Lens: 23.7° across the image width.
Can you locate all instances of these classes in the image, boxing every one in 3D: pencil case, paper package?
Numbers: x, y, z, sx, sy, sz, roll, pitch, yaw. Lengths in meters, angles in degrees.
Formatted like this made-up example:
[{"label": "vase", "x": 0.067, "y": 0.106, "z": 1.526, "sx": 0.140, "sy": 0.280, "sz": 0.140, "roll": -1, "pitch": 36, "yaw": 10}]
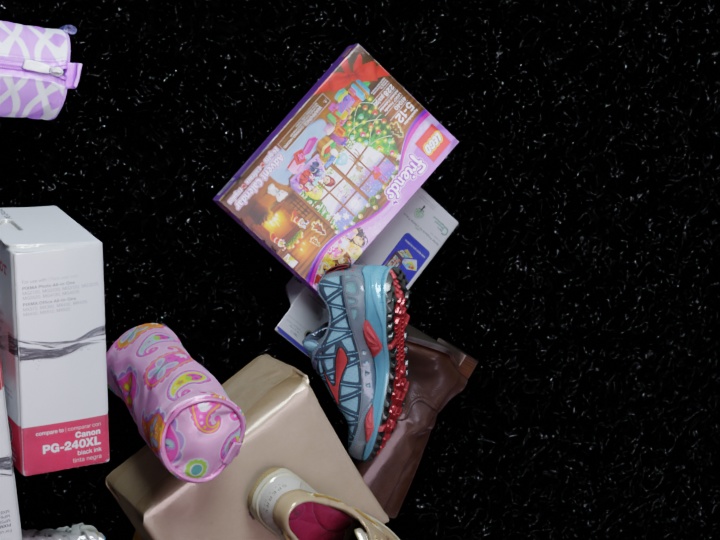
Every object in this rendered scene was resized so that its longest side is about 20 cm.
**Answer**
[{"label": "pencil case", "x": -0.335, "y": -0.171, "z": 1.423, "sx": 0.199, "sy": 0.085, "sz": 0.084, "roll": 2, "pitch": 102, "yaw": -28}, {"label": "paper package", "x": -0.104, "y": 0.215, "z": 1.607, "sx": 0.200, "sy": 0.103, "sz": 0.191, "roll": -38, "pitch": 119, "yaw": -15}, {"label": "pencil case", "x": -0.167, "y": 0.114, "z": 1.533, "sx": 0.087, "sy": 0.200, "sz": 0.088, "roll": -7, "pitch": 109, "yaw": -21}]

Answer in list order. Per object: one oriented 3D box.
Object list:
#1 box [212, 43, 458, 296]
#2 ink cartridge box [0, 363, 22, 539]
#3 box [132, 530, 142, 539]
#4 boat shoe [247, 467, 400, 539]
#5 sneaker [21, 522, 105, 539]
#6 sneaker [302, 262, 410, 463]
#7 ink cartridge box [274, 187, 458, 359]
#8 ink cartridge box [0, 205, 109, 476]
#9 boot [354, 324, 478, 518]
[{"label": "box", "x": -0.022, "y": -0.094, "z": 1.618, "sx": 0.137, "sy": 0.039, "sz": 0.200, "roll": 42, "pitch": 83, "yaw": -13}, {"label": "ink cartridge box", "x": -0.355, "y": 0.138, "z": 1.468, "sx": 0.083, "sy": 0.144, "sz": 0.201, "roll": -12, "pitch": 109, "yaw": -23}, {"label": "box", "x": -0.143, "y": 0.213, "z": 1.668, "sx": 0.119, "sy": 0.041, "sz": 0.201, "roll": 16, "pitch": 94, "yaw": -31}, {"label": "boat shoe", "x": -0.017, "y": 0.251, "z": 1.566, "sx": 0.200, "sy": 0.069, "sz": 0.074, "roll": 35, "pitch": 87, "yaw": -34}, {"label": "sneaker", "x": -0.281, "y": 0.267, "z": 1.583, "sx": 0.200, "sy": 0.076, "sz": 0.081, "roll": 29, "pitch": 86, "yaw": -24}, {"label": "sneaker", "x": -0.006, "y": 0.082, "z": 1.607, "sx": 0.079, "sy": 0.095, "sz": 0.201, "roll": -43, "pitch": 139, "yaw": -62}, {"label": "ink cartridge box", "x": 0.000, "y": 0.000, "z": 1.681, "sx": 0.099, "sy": 0.039, "sz": 0.200, "roll": 42, "pitch": 82, "yaw": -31}, {"label": "ink cartridge box", "x": -0.278, "y": 0.055, "z": 1.484, "sx": 0.083, "sy": 0.145, "sz": 0.201, "roll": -6, "pitch": 108, "yaw": -25}, {"label": "boot", "x": 0.024, "y": 0.153, "z": 1.705, "sx": 0.186, "sy": 0.064, "sz": 0.200, "roll": 28, "pitch": 94, "yaw": -51}]
